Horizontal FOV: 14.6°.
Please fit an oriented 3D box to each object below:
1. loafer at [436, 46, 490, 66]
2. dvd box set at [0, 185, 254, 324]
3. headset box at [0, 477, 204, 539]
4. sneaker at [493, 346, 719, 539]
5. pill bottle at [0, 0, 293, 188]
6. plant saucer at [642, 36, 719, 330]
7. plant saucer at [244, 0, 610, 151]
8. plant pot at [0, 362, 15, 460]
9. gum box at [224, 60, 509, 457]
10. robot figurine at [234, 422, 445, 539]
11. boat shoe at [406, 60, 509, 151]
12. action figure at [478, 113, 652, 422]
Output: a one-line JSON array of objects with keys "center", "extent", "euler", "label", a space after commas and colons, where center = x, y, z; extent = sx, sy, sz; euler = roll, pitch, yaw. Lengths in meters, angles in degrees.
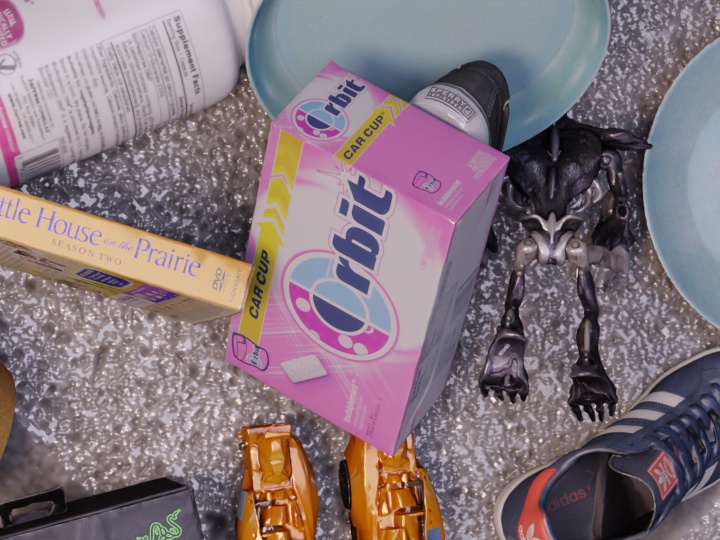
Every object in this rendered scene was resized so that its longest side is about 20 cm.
[{"center": [0.004, -0.176, 1.535], "extent": [0.076, 0.068, 0.200], "euler": [-42, 112, 19], "label": "loafer"}, {"center": [-0.167, -0.015, 1.524], "extent": [0.199, 0.146, 0.030], "euler": [17, 82, -11], "label": "dvd box set"}, {"center": [-0.160, 0.220, 1.553], "extent": [0.173, 0.093, 0.202], "euler": [-13, 92, -13], "label": "headset box"}, {"center": [0.175, 0.112, 1.633], "extent": [0.199, 0.084, 0.075], "euler": [-34, 97, -11], "label": "sneaker"}, {"center": [-0.136, -0.130, 1.547], "extent": [0.199, 0.113, 0.114], "euler": [-23, 95, -12], "label": "pill bottle"}, {"center": [0.257, -0.051, 1.674], "extent": [0.199, 0.039, 0.203], "euler": [0, 90, -13], "label": "plant saucer"}, {"center": [0.035, -0.131, 1.520], "extent": [0.198, 0.201, 0.028], "euler": [3, 49, -13], "label": "plant saucer"}, {"center": [-0.292, 0.059, 1.494], "extent": [0.199, 0.186, 0.188], "euler": [23, 85, -26], "label": "plant pot"}, {"center": [0.000, 0.000, 1.530], "extent": [0.113, 0.201, 0.066], "euler": [28, 47, 14], "label": "gum box"}, {"center": [-0.010, 0.184, 1.604], "extent": [0.144, 0.058, 0.202], "euler": [-7, 91, -12], "label": "robot figurine"}, {"center": [0.040, -0.036, 1.566], "extent": [0.068, 0.201, 0.057], "euler": [35, 50, 11], "label": "boat shoe"}, {"center": [0.105, -0.016, 1.612], "extent": [0.118, 0.102, 0.201], "euler": [6, 63, -4], "label": "action figure"}]
